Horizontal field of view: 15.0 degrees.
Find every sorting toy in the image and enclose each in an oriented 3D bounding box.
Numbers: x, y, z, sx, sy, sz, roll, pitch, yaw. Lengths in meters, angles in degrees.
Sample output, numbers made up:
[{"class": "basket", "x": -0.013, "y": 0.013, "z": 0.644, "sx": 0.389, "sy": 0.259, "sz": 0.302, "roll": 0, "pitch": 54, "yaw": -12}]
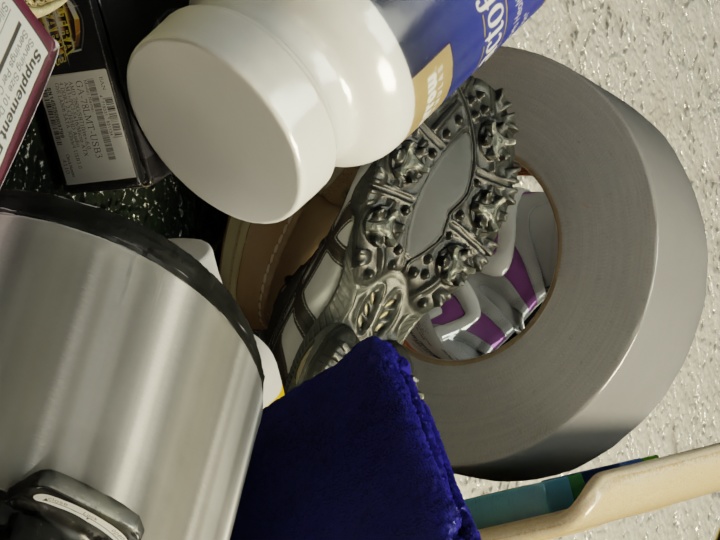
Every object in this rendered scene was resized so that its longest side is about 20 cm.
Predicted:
[{"class": "sorting toy", "x": 0.066, "y": 0.119, "z": 1.307, "sx": 0.185, "sy": 0.200, "sz": 0.037, "roll": -5, "pitch": 76, "yaw": -60}]

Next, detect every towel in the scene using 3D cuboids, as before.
[{"class": "towel", "x": -0.043, "y": 0.128, "z": 1.038, "sx": 0.050, "sy": 0.200, "sz": 0.148, "roll": 44, "pitch": 15, "yaw": -34}]

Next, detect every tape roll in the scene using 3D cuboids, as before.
[{"class": "tape roll", "x": 0.061, "y": -0.002, "z": 1.300, "sx": 0.066, "sy": 0.200, "sz": 0.201, "roll": 22, "pitch": 68, "yaw": -59}]

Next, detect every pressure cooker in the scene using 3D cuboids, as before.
[{"class": "pressure cooker", "x": -0.131, "y": 0.093, "z": 0.970, "sx": 0.176, "sy": 0.178, "sz": 0.200, "roll": 74, "pitch": 24, "yaw": -50}]

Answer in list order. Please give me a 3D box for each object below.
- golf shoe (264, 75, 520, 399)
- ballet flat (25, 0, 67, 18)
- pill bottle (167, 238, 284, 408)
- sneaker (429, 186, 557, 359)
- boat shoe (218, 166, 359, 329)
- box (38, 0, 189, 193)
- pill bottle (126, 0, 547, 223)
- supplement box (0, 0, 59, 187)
[{"class": "golf shoe", "x": 0.000, "y": 0.000, "z": 1.227, "sx": 0.078, "sy": 0.094, "sz": 0.200, "roll": 31, "pitch": 79, "yaw": -30}, {"class": "ballet flat", "x": -0.085, "y": -0.161, "z": 1.103, "sx": 0.200, "sy": 0.062, "sz": 0.068, "roll": -46, "pitch": 117, "yaw": -23}, {"class": "pill bottle", "x": -0.076, "y": 0.093, "z": 1.152, "sx": 0.104, "sy": 0.104, "sz": 0.201, "roll": -35, "pitch": 117, "yaw": -55}, {"class": "sneaker", "x": 0.096, "y": 0.028, "z": 1.414, "sx": 0.078, "sy": 0.140, "sz": 0.200, "roll": 58, "pitch": 40, "yaw": -40}, {"class": "boat shoe", "x": -0.003, "y": -0.057, "z": 1.268, "sx": 0.200, "sy": 0.064, "sz": 0.071, "roll": -65, "pitch": 164, "yaw": 2}, {"class": "box", "x": -0.088, "y": -0.159, "z": 1.215, "sx": 0.200, "sy": 0.050, "sz": 0.199, "roll": -37, "pitch": 119, "yaw": -56}, {"class": "pill bottle", "x": -0.001, "y": -0.116, "z": 1.166, "sx": 0.200, "sy": 0.116, "sz": 0.116, "roll": -45, "pitch": 127, "yaw": -30}, {"class": "supplement box", "x": -0.213, "y": -0.098, "z": 0.911, "sx": 0.200, "sy": 0.131, "sz": 0.103, "roll": 56, "pitch": 42, "yaw": -42}]
